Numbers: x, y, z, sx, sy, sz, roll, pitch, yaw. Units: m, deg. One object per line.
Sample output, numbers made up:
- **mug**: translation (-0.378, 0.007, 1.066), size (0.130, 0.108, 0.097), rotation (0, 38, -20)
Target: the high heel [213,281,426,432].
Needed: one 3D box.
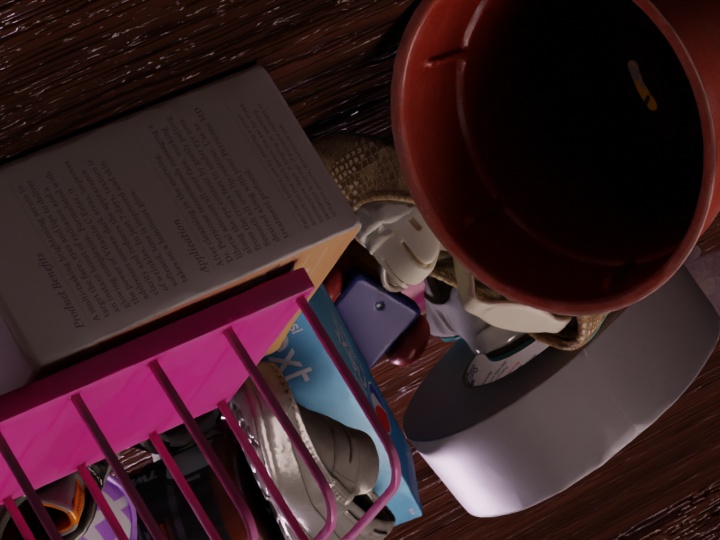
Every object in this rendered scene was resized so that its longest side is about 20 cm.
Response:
- **high heel**: translation (-0.028, 0.034, 1.966), size (0.200, 0.068, 0.096), rotation (-37, 156, -5)

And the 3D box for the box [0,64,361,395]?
- **box**: translation (-0.125, 0.003, 1.535), size (0.199, 0.107, 0.152), rotation (-25, 164, -29)

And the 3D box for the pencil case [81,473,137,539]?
- **pencil case**: translation (-0.215, 0.145, 1.738), size (0.085, 0.084, 0.199), rotation (25, 163, -39)

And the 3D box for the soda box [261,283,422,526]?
- **soda box**: translation (-0.033, 0.068, 1.750), size (0.068, 0.064, 0.201), rotation (-22, 124, 9)

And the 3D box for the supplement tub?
- **supplement tub**: translation (-0.135, 0.177, 1.799), size (0.199, 0.107, 0.107), rotation (-24, 168, 15)

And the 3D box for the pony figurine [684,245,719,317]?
- **pony figurine**: translation (0.155, -0.022, 1.998), size (0.192, 0.167, 0.200), rotation (-18, 173, 4)

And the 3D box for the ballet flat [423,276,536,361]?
- **ballet flat**: translation (0.070, 0.009, 1.833), size (0.069, 0.070, 0.200), rotation (-31, -172, -4)

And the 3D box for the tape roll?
- **tape roll**: translation (0.123, 0.061, 1.826), size (0.200, 0.066, 0.200), rotation (-36, -166, 10)

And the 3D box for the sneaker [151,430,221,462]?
- **sneaker**: translation (-0.101, 0.168, 2.025), size (0.080, 0.116, 0.199), rotation (-7, -174, -4)

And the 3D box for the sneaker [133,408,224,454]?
- **sneaker**: translation (-0.125, 0.075, 1.811), size (0.078, 0.080, 0.200), rotation (-30, 174, -15)

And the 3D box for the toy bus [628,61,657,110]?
- **toy bus**: translation (0.150, -0.075, 1.809), size (0.065, 0.078, 0.201), rotation (-48, -167, 47)

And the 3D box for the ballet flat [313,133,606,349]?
- **ballet flat**: translation (0.055, -0.013, 1.687), size (0.071, 0.199, 0.066), rotation (125, -16, -48)

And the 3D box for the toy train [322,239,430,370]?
- **toy train**: translation (0.000, 0.000, 1.816), size (0.084, 0.116, 0.200), rotation (30, 117, -25)

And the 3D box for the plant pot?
- **plant pot**: translation (0.152, -0.100, 1.640), size (0.201, 0.201, 0.195), rotation (-43, 170, 38)

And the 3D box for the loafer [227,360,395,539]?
- **loafer**: translation (-0.026, 0.106, 1.679), size (0.069, 0.070, 0.200), rotation (-25, 149, -3)

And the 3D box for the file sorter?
- **file sorter**: translation (-0.099, 0.113, 1.484), size (0.199, 0.126, 0.139), rotation (-23, 163, -32)

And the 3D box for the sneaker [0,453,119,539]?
- **sneaker**: translation (-0.159, 0.104, 1.602), size (0.079, 0.074, 0.201), rotation (-1, -133, 46)
